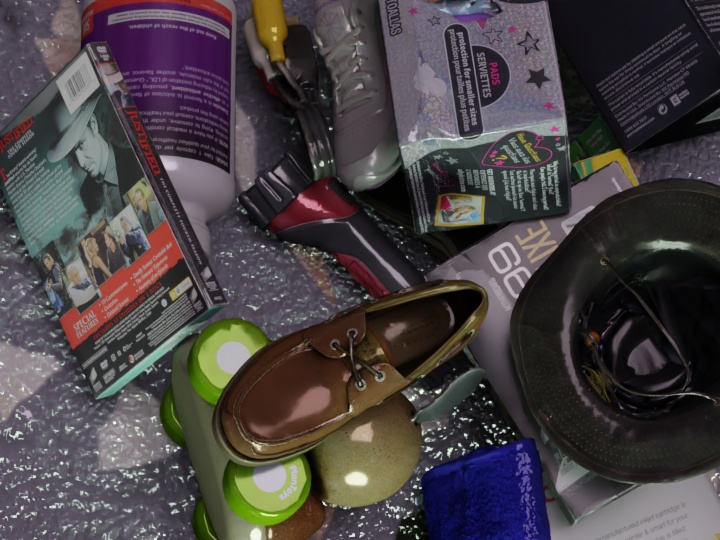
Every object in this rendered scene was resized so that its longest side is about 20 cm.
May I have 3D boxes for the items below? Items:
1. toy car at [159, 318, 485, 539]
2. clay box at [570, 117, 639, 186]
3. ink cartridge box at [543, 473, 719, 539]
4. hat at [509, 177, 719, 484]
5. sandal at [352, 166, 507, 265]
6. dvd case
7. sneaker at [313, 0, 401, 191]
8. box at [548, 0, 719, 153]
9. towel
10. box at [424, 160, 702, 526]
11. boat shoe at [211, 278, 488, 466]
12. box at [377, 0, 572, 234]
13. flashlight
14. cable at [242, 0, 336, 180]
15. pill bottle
[{"bbox_3d":[-0.018,0.100,1.396,0.200,0.164,0.158,-14,77,-17],"label":"toy car"},{"bbox_3d":[0.183,-0.001,1.512,0.048,0.115,0.200,-20,78,-20],"label":"clay box"},{"bbox_3d":[0.193,0.220,1.457,0.145,0.088,0.200,-19,79,-20],"label":"ink cartridge box"},{"bbox_3d":[0.203,0.044,1.349,0.200,0.081,0.201,-3,81,18],"label":"hat"},{"bbox_3d":[0.076,-0.033,1.530,0.201,0.057,0.080,39,71,16],"label":"sandal"},{"bbox_3d":[-0.175,-0.032,1.391,0.022,0.146,0.200,-14,72,-47],"label":"dvd case"},{"bbox_3d":[-0.005,-0.142,1.501,0.100,0.075,0.200,40,38,-34],"label":"sneaker"},{"bbox_3d":[0.230,-0.198,1.546,0.200,0.104,0.182,-15,74,-58],"label":"box"},{"bbox_3d":[0.089,0.221,1.394,0.049,0.148,0.200,-4,76,-20],"label":"towel"},{"bbox_3d":[0.160,0.050,1.416,0.158,0.050,0.200,-30,78,-4],"label":"box"},{"bbox_3d":[-0.005,0.054,1.297,0.200,0.068,0.072,-32,88,-31],"label":"boat shoe"},{"bbox_3d":[0.075,-0.147,1.395,0.115,0.132,0.200,-9,63,3],"label":"box"},{"bbox_3d":[0.000,0.000,1.494,0.068,0.068,0.200,-41,91,-19],"label":"flashlight"},{"bbox_3d":[-0.052,-0.119,1.477,0.050,0.097,0.200,-6,44,-5],"label":"cable"},{"bbox_3d":[-0.144,-0.104,1.460,0.112,0.112,0.200,4,71,-14],"label":"pill bottle"}]
